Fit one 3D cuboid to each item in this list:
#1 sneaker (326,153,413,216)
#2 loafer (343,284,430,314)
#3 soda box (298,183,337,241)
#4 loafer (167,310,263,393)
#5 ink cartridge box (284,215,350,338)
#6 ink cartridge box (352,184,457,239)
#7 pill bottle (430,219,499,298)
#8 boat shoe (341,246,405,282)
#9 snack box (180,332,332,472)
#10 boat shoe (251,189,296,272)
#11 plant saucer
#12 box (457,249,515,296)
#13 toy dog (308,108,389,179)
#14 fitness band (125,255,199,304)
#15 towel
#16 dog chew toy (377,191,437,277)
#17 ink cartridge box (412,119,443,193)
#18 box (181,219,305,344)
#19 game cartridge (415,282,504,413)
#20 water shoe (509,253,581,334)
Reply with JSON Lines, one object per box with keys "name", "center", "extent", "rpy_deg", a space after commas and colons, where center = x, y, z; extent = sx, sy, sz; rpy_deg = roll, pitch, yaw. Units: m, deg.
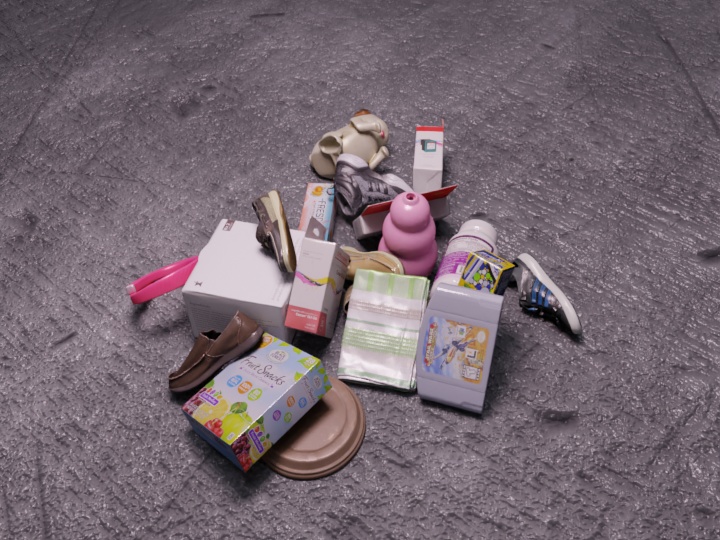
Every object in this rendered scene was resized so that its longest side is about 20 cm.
{"name": "sneaker", "center": [0.021, -0.160, 1.523], "extent": [0.196, 0.076, 0.116], "rpy_deg": [27, 70, -6]}
{"name": "loafer", "center": [0.053, 0.079, 1.314], "extent": [0.194, 0.078, 0.067], "rpy_deg": [7, 28, 24]}
{"name": "soda box", "center": [-0.092, -0.100, 1.508], "extent": [0.066, 0.065, 0.204], "rpy_deg": [2, 46, 4]}
{"name": "loafer", "center": [-0.262, 0.137, 1.227], "extent": [0.198, 0.072, 0.073], "rpy_deg": [-35, 10, 4]}
{"name": "ink cartridge box", "center": [-0.072, 0.014, 1.289], "extent": [0.065, 0.116, 0.206], "rpy_deg": [10, 83, 14]}
{"name": "ink cartridge box", "center": [0.092, -0.116, 1.451], "extent": [0.194, 0.176, 0.046], "rpy_deg": [-14, 87, -11]}
{"name": "pill bottle", "center": [0.209, -0.003, 1.368], "extent": [0.109, 0.114, 0.202], "rpy_deg": [13, 46, 14]}
{"name": "boat shoe", "center": [0.000, 0.000, 1.367], "extent": [0.075, 0.074, 0.197], "rpy_deg": [-13, 15, -40]}
{"name": "snack box", "center": [-0.171, 0.208, 1.158], "extent": [0.199, 0.069, 0.166], "rpy_deg": [-40, 35, -28]}
{"name": "boat shoe", "center": [-0.161, -0.066, 1.292], "extent": [0.063, 0.074, 0.203], "rpy_deg": [-17, 43, -1]}
{"name": "plant saucer", "center": [-0.087, 0.253, 1.184], "extent": [0.193, 0.030, 0.204], "rpy_deg": [-1, 46, 1]}
{"name": "box", "center": [0.196, 0.071, 1.230], "extent": [0.069, 0.205, 0.064], "rpy_deg": [29, 21, 29]}
{"name": "toy dog", "center": [-0.011, -0.292, 1.666], "extent": [0.199, 0.142, 0.192], "rpy_deg": [-41, 20, -31]}
{"name": "fitness band", "center": [-0.370, 0.013, 1.361], "extent": [0.140, 0.038, 0.200], "rpy_deg": [-21, 11, 7]}
{"name": "towel", "center": [0.041, 0.103, 1.255], "extent": [0.144, 0.031, 0.206], "rpy_deg": [8, 78, 10]}
{"name": "dog chew toy", "center": [0.093, -0.068, 1.369], "extent": [0.120, 0.203, 0.127], "rpy_deg": [-1, 49, 1]}
{"name": "ink cartridge box", "center": [0.156, -0.245, 1.606], "extent": [0.065, 0.118, 0.203], "rpy_deg": [3, 44, 5]}
{"name": "box", "center": [-0.204, 0.027, 1.337], "extent": [0.194, 0.133, 0.202], "rpy_deg": [9, 46, 11]}
{"name": "game cartridge", "center": [0.161, 0.130, 1.187], "extent": [0.129, 0.207, 0.042], "rpy_deg": [10, 12, 10]}
{"name": "water shoe", "center": [0.346, 0.058, 1.349], "extent": [0.078, 0.072, 0.202], "rpy_deg": [-35, 50, 6]}
